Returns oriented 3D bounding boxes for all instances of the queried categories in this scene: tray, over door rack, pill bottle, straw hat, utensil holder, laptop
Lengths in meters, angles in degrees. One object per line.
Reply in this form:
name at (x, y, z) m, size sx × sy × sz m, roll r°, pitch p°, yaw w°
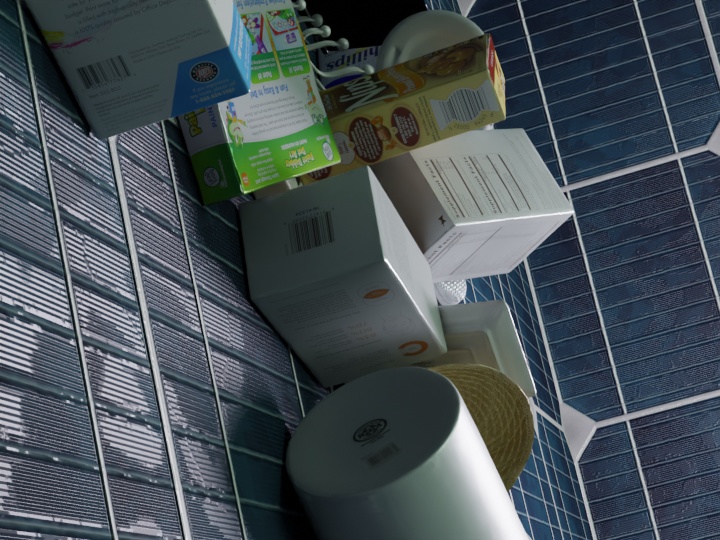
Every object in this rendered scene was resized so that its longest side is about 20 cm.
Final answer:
tray at (0.060, 0.087, 1.653) m, size 0.022 × 0.198 × 0.108 m, roll -55°, pitch 131°, yaw -50°
over door rack at (-0.031, -0.193, 1.763) m, size 0.148 × 0.066 × 0.201 m, roll 52°, pitch -10°, yaw 52°
pill bottle at (0.082, -0.181, 1.787) m, size 0.200 × 0.119 × 0.121 m, roll 62°, pitch 14°, yaw -78°
straw hat at (0.055, 0.144, 1.616) m, size 0.085 × 0.200 × 0.202 m, roll 55°, pitch -10°, yaw 55°
utensil holder at (0.044, 0.206, 1.463) m, size 0.170 × 0.169 × 0.201 m, roll -88°, pitch 156°, yaw -58°
laptop at (-0.032, -0.331, 1.807) m, size 0.188 × 0.115 × 0.201 m, roll 61°, pitch 0°, yaw -44°

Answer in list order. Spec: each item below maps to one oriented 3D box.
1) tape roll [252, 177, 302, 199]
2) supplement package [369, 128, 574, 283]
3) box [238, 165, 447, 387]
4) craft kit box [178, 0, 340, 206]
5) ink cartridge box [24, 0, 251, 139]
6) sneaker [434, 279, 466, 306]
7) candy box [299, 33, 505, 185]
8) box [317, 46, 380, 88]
tape roll at (-0.087, -0.145, 1.627) m, size 0.203 × 0.037 × 0.205 m, roll -15°, pitch 90°, yaw -79°
supplement package at (0.095, -0.064, 1.726) m, size 0.199 × 0.114 × 0.110 m, roll -7°, pitch 60°, yaw -49°
box at (-0.013, 0.010, 1.547) m, size 0.200 × 0.123 × 0.098 m, roll 56°, pitch 21°, yaw -58°
craft kit box at (-0.099, -0.168, 1.471) m, size 0.200 × 0.048 × 0.199 m, roll -24°, pitch 96°, yaw -65°
ink cartridge box at (-0.159, -0.196, 1.136) m, size 0.068 × 0.114 × 0.201 m, roll -92°, pitch 162°, yaw -52°
sneaker at (0.000, 0.000, 1.767) m, size 0.199 × 0.115 × 0.075 m, roll 33°, pitch 33°, yaw -15°
candy box at (0.034, -0.150, 1.615) m, size 0.116 × 0.198 × 0.056 m, roll -80°, pitch 151°, yaw -66°
box at (0.023, -0.231, 2.112) m, size 0.184 × 0.104 × 0.201 m, roll 60°, pitch 18°, yaw -49°
